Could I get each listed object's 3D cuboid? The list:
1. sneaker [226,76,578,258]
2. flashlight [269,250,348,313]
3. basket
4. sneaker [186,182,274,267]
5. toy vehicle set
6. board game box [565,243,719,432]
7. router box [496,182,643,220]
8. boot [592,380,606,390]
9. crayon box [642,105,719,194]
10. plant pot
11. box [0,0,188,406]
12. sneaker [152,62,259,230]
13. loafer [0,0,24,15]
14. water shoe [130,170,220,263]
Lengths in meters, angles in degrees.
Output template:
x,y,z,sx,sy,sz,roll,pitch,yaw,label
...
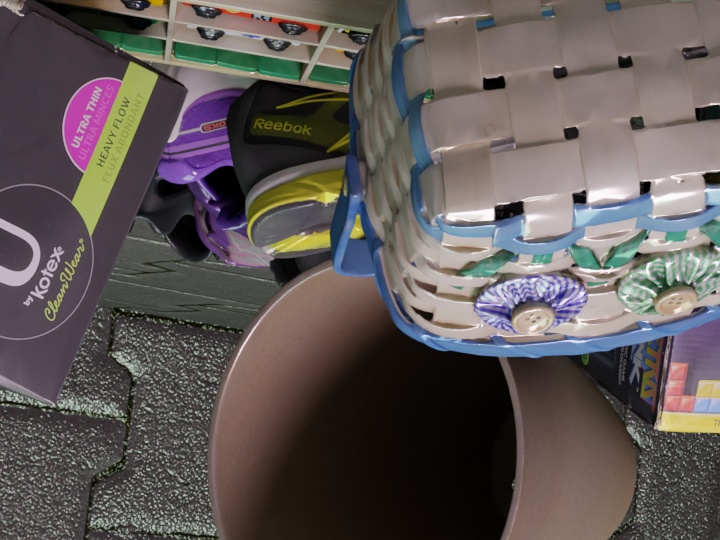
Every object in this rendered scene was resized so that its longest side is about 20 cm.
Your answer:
x,y,z,sx,sy,sz,roll,pitch,yaw,label
0.025,-0.070,0.817,0.199,0.085,0.074,-13,160,-32,sneaker
0.000,0.000,0.955,0.067,0.069,0.200,-1,173,11,flashlight
0.072,-0.037,0.631,0.174,0.141,0.200,-8,169,0,basket
-0.070,-0.039,1.042,0.088,0.081,0.200,-13,167,18,sneaker
-0.048,-0.109,0.715,0.198,0.027,0.124,8,174,-6,toy vehicle set
0.192,0.022,0.761,0.198,0.057,0.165,3,-167,-17,board game box
0.109,-0.034,1.035,0.198,0.063,0.150,9,174,-15,router box
0.121,0.039,1.003,0.156,0.080,0.211,-2,159,18,boot
0.244,-0.050,0.790,0.198,0.051,0.127,8,174,-1,crayon box
0.055,0.100,0.861,0.186,0.189,0.199,3,173,37,plant pot
-0.195,-0.045,0.724,0.124,0.150,0.199,27,171,-36,box
-0.054,-0.059,0.915,0.080,0.084,0.199,4,174,32,sneaker
-0.183,-0.118,0.590,0.199,0.070,0.075,2,172,39,loafer
-0.107,-0.043,1.142,0.071,0.080,0.200,4,173,28,water shoe
